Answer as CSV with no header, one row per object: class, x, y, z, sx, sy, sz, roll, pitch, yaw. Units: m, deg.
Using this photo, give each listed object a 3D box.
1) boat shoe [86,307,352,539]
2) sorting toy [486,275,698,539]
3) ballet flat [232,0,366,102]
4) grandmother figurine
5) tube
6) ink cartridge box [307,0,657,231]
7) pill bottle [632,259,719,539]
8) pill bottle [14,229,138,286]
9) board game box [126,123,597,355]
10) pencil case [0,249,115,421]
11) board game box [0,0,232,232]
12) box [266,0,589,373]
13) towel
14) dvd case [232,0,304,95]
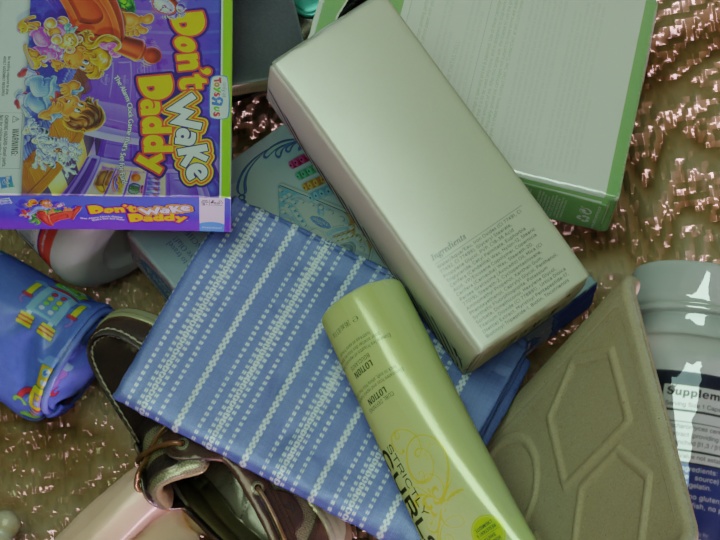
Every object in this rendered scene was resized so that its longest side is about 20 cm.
boat shoe,-0.094,0.105,1.354,0.200,0.072,0.072,48,128,11
sorting toy,0.115,0.128,1.288,0.036,0.185,0.200,21,41,-23
ballet flat,-0.048,-0.147,1.460,0.200,0.068,0.068,-32,68,-11
grandmother figurine,-0.179,0.191,1.391,0.200,0.061,0.121,-44,65,-8
tube,0.041,0.101,1.287,0.052,0.058,0.200,-23,71,-8
ink cartridge box,0.068,-0.117,1.415,0.199,0.048,0.146,14,63,1
pill bottle,0.181,0.101,1.334,0.111,0.111,0.201,6,74,10
pill bottle,-0.197,-0.091,1.447,0.112,0.112,0.200,-43,72,-5
board game box,0.000,0.000,1.409,0.199,0.043,0.200,-35,71,-16
pencil case,-0.247,0.022,1.439,0.200,0.078,0.087,25,99,14
board game box,-0.140,-0.122,1.360,0.134,0.045,0.201,0,65,-4
box,0.035,-0.048,1.324,0.082,0.068,0.200,-33,81,-11
towel,-0.019,0.058,1.345,0.200,0.024,0.145,27,70,8
dvd case,-0.141,-0.161,1.414,0.199,0.016,0.149,-10,64,-8
